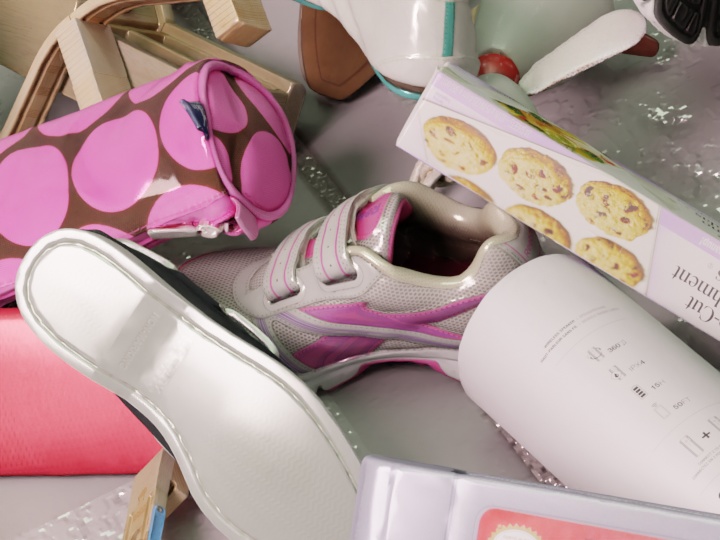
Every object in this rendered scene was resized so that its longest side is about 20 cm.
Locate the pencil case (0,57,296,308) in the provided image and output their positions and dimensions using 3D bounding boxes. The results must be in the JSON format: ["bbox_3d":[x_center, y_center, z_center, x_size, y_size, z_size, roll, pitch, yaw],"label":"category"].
[{"bbox_3d":[-0.131,-0.028,1.262,0.199,0.091,0.094,-21,60,26],"label":"pencil case"}]

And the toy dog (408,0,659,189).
[{"bbox_3d":[0.096,-0.092,1.293,0.096,0.132,0.201,22,55,-6],"label":"toy dog"}]

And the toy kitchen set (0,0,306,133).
[{"bbox_3d":[-0.070,-0.178,1.394,0.180,0.201,0.163,27,15,37],"label":"toy kitchen set"}]

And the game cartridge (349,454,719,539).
[{"bbox_3d":[0.086,0.151,1.017,0.198,0.134,0.041,8,2,16],"label":"game cartridge"}]

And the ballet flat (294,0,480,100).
[{"bbox_3d":[0.005,-0.145,1.272,0.069,0.070,0.200,-25,34,-11],"label":"ballet flat"}]

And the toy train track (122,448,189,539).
[{"bbox_3d":[-0.088,0.150,1.121,0.115,0.032,0.201,-46,21,28],"label":"toy train track"}]

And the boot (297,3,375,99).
[{"bbox_3d":[0.001,-0.194,1.437,0.201,0.070,0.146,-66,19,3],"label":"boot"}]

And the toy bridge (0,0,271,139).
[{"bbox_3d":[-0.128,-0.094,1.314,0.200,0.027,0.068,-35,65,33],"label":"toy bridge"}]

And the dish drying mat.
[{"bbox_3d":[-0.160,0.056,1.234,0.198,0.078,0.018,-2,3,14],"label":"dish drying mat"}]

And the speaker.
[{"bbox_3d":[0.126,0.073,1.114,0.081,0.082,0.200,-31,44,-18],"label":"speaker"}]

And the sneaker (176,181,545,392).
[{"bbox_3d":[0.000,0.000,1.224,0.198,0.089,0.082,-4,43,13],"label":"sneaker"}]

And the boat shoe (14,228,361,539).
[{"bbox_3d":[-0.062,0.053,1.169,0.076,0.060,0.200,-45,82,12],"label":"boat shoe"}]

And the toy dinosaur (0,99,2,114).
[{"bbox_3d":[-0.222,-0.102,1.305,0.077,0.103,0.200,-29,-2,3],"label":"toy dinosaur"}]

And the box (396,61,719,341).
[{"bbox_3d":[0.110,-0.023,1.173,0.199,0.042,0.039,32,15,1],"label":"box"}]

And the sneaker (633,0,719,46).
[{"bbox_3d":[0.155,-0.147,1.283,0.092,0.199,0.076,29,96,38],"label":"sneaker"}]
